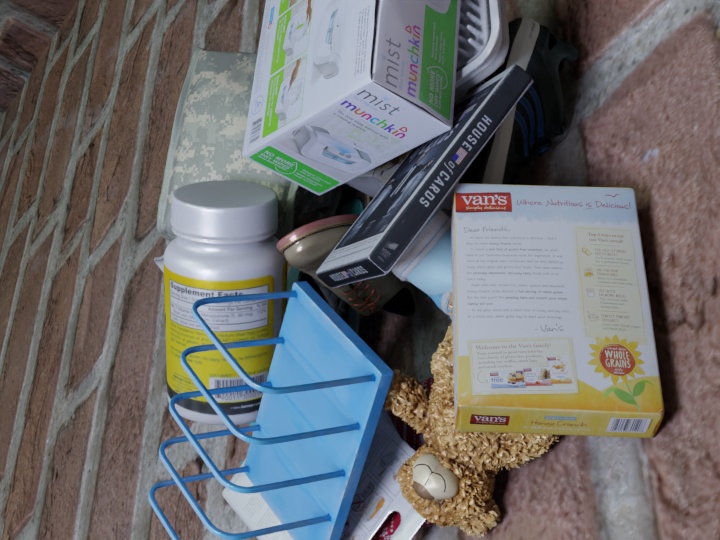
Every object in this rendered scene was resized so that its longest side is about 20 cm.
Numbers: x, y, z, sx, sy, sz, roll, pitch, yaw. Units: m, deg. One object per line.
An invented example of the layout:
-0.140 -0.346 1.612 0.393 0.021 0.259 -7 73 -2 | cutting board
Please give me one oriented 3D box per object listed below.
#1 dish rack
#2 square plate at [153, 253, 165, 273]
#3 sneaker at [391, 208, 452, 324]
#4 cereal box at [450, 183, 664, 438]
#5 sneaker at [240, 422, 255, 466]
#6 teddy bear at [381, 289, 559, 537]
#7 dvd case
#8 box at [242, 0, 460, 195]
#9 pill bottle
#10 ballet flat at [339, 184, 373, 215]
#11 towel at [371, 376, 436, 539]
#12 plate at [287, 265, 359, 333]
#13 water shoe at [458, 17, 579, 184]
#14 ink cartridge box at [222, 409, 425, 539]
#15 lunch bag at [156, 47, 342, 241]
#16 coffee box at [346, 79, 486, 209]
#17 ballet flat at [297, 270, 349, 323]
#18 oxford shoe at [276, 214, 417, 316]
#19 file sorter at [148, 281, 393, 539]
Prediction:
0.067 -0.221 1.041 0.171 0.043 0.202 -29 48 37 | dish rack
-0.139 0.054 1.225 0.028 0.201 0.198 -41 8 -13 | square plate
0.093 0.013 1.010 0.080 0.130 0.200 -49 -6 9 | sneaker
0.138 0.024 0.851 0.040 0.142 0.202 90 -178 -53 | cereal box
-0.088 0.220 1.153 0.077 0.079 0.202 -41 37 38 | sneaker
0.085 0.106 0.899 0.201 0.145 0.067 -53 -7 13 | teddy bear
0.049 -0.073 0.952 0.201 0.025 0.150 -53 11 -15 | dvd case
-0.006 -0.195 0.998 0.176 0.096 0.202 -23 53 44 | box
-0.122 0.027 1.057 0.114 0.113 0.202 -140 49 -62 | pill bottle
0.010 -0.076 1.218 0.070 0.065 0.203 -3 86 64 | ballet flat
0.004 0.190 1.051 0.199 0.022 0.146 -31 41 34 | towel
-0.054 0.050 1.229 0.200 0.025 0.203 -21 66 61 | plate
0.144 -0.125 1.013 0.071 0.078 0.202 151 136 -70 | water shoe
-0.018 0.197 1.032 0.161 0.047 0.200 -54 49 3 | ink cartridge box
-0.102 -0.106 1.156 0.162 0.118 0.202 8 73 24 | lunch bag
0.070 -0.160 1.140 0.080 0.112 0.202 5 72 61 | coffee box
-0.040 0.086 1.133 0.066 0.057 0.202 5 101 39 | ballet flat
0.000 0.000 1.062 0.070 0.199 0.075 -29 68 28 | oxford shoe
-0.082 0.133 0.945 0.139 0.122 0.202 43 125 43 | file sorter
